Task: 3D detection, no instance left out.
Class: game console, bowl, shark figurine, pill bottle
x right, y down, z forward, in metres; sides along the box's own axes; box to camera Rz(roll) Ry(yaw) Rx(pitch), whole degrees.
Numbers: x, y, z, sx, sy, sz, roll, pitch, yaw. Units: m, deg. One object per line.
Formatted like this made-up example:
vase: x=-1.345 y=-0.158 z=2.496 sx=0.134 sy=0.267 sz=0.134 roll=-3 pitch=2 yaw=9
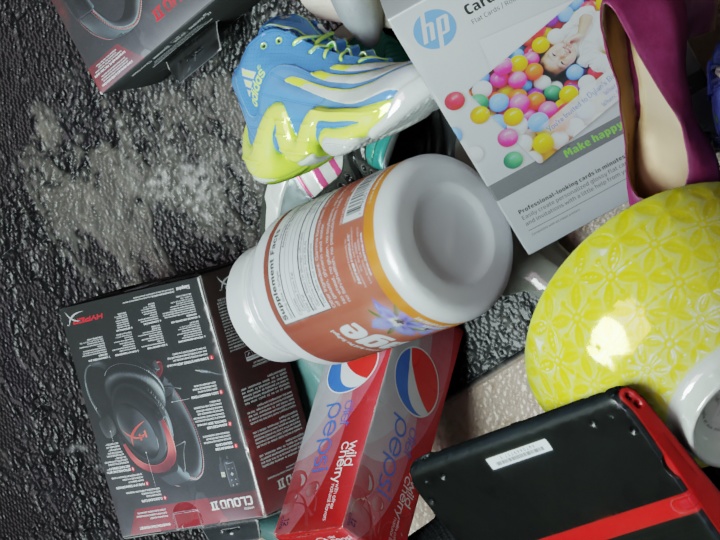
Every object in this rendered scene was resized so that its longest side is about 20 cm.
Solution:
game console: x=0.146 y=0.161 z=1.577 sx=0.200 sy=0.031 sz=0.177 roll=-25 pitch=107 yaw=44
bowl: x=0.212 y=0.056 z=1.549 sx=0.108 sy=0.199 sz=0.201 roll=56 pitch=133 yaw=47
shark figurine: x=0.129 y=0.002 z=1.684 sx=0.214 sy=0.089 sz=0.129 roll=32 pitch=127 yaw=25
pill bottle: x=0.000 y=0.000 z=1.685 sx=0.200 sy=0.112 sz=0.113 roll=-21 pitch=89 yaw=50

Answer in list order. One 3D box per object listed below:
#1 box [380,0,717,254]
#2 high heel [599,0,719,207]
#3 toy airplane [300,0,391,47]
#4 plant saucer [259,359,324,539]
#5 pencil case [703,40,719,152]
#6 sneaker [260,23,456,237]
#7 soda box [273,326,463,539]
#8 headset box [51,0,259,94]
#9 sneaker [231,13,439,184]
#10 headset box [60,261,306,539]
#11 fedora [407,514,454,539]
box: x=0.126 y=-0.126 z=1.579 sx=0.155 sy=0.041 sz=0.200 roll=-28 pitch=121 yaw=7
high heel: x=0.168 y=-0.086 z=1.530 sx=0.067 sy=0.096 sz=0.201 roll=17 pitch=116 yaw=41
toy airplane: x=0.072 y=-0.183 z=1.644 sx=0.199 sy=0.141 sz=0.200 roll=47 pitch=120 yaw=8
plant saucer: x=-0.059 y=0.122 z=1.891 sx=0.199 sy=0.036 sz=0.201 roll=10 pitch=107 yaw=35
pencil case: x=0.300 y=-0.124 z=1.526 sx=0.199 sy=0.087 sz=0.078 roll=-12 pitch=73 yaw=37
sneaker: x=0.008 y=-0.062 z=1.768 sx=0.121 sy=0.083 sz=0.201 roll=36 pitch=120 yaw=35
soda box: x=0.008 y=0.110 z=1.741 sx=0.063 sy=0.201 sz=0.070 roll=-12 pitch=139 yaw=38
headset box: x=-0.160 y=-0.236 z=1.848 sx=0.148 sy=0.075 sz=0.201 roll=-34 pitch=81 yaw=37
sneaker: x=-0.025 y=-0.127 z=1.668 sx=0.200 sy=0.076 sz=0.105 roll=-22 pitch=92 yaw=47
headset box: x=-0.122 y=0.105 z=1.853 sx=0.148 sy=0.075 sz=0.201 roll=-13 pitch=94 yaw=39
fedora: x=0.063 y=0.249 z=1.742 sx=0.201 sy=0.091 sz=0.201 roll=157 pitch=90 yaw=-81
